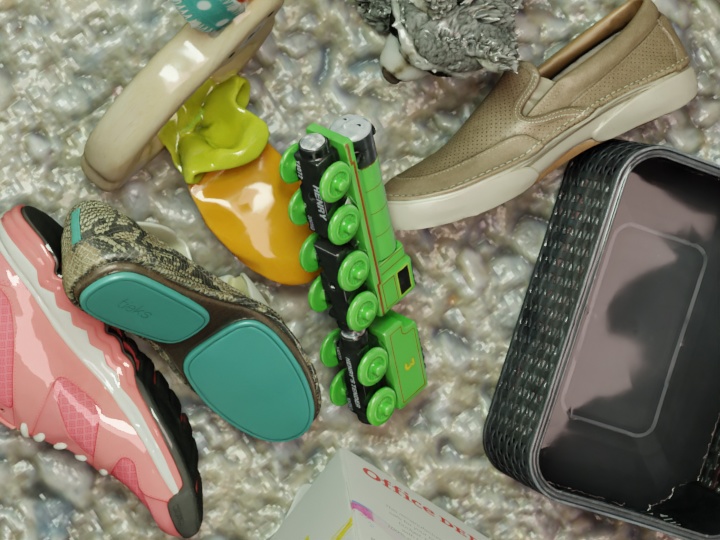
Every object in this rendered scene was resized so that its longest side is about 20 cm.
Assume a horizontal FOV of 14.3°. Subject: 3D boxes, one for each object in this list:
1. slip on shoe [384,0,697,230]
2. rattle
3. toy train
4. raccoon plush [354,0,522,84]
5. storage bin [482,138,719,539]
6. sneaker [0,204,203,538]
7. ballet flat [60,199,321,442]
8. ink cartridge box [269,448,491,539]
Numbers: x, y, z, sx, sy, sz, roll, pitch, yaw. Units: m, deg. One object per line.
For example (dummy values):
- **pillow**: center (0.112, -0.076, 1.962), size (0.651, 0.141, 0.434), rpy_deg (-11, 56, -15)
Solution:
- **slip on shoe**: center (0.090, -0.085, 1.562), size (0.200, 0.076, 0.061), rpy_deg (-26, 108, -13)
- **rattle**: center (-0.053, -0.082, 1.456), size (0.130, 0.200, 0.143), rpy_deg (-23, 77, -40)
- **toy train**: center (0.000, 0.000, 1.520), size (0.056, 0.042, 0.200), rpy_deg (-40, 138, -30)
- **raccoon plush**: center (0.064, -0.186, 1.516), size (0.097, 0.134, 0.200), rpy_deg (22, 90, -15)
- **storage bin**: center (0.165, 0.038, 1.584), size (0.135, 0.094, 0.200), rpy_deg (18, 91, -15)
- **sneaker**: center (-0.156, 0.065, 1.531), size (0.087, 0.074, 0.200), rpy_deg (-31, 100, 7)
- **ballet flat**: center (-0.088, 0.018, 1.522), size (0.068, 0.075, 0.200), rpy_deg (-30, 138, 20)
- **ink cartridge box**: center (0.010, 0.200, 1.518), size (0.129, 0.200, 0.125), rpy_deg (34, 104, -14)
